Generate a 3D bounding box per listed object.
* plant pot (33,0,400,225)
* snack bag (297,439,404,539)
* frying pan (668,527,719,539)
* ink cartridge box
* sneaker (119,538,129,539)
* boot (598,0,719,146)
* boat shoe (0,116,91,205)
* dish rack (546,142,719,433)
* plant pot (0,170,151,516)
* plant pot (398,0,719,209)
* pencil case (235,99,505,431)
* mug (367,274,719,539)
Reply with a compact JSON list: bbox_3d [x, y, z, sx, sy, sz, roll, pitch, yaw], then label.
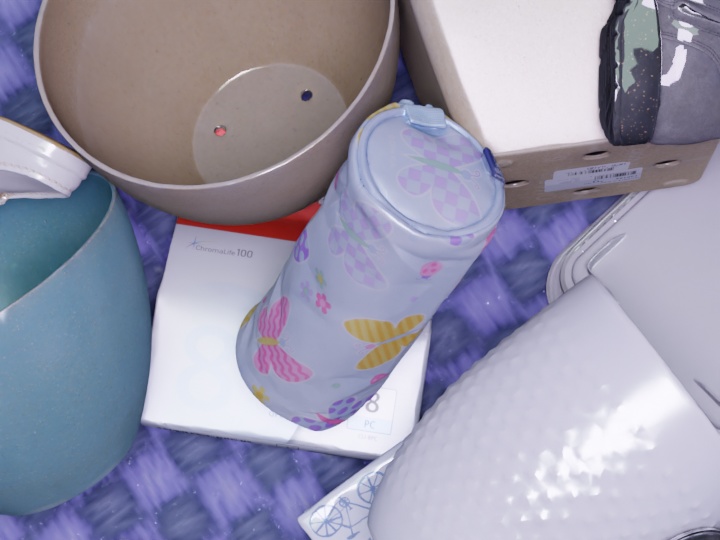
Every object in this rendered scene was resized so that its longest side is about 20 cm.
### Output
[{"bbox_3d":[-0.065,-0.105,1.233,0.199,0.135,0.202,-5,65,11],"label":"plant pot"},{"bbox_3d":[0.093,0.164,1.262,0.188,0.021,0.201,-35,99,-2],"label":"snack bag"},{"bbox_3d":[0.132,0.210,1.132,0.190,0.115,0.031,-45,49,-9],"label":"frying pan"},{"bbox_3d":[-0.034,0.002,1.288,0.159,0.047,0.202,8,86,1],"label":"ink cartridge box"},{"bbox_3d":[-0.104,0.261,1.249,0.117,0.074,0.202,11,82,8],"label":"sneaker"},{"bbox_3d":[0.187,-0.156,1.100,0.131,0.070,0.202,0,102,-3],"label":"boot"},{"bbox_3d":[-0.235,-0.051,1.251,0.199,0.071,0.070,7,72,37],"label":"boat shoe"},{"bbox_3d":[0.221,-0.006,1.265,0.200,0.044,0.172,-42,68,-4],"label":"dish rack"},{"bbox_3d":[-0.195,0.055,1.230,0.199,0.200,0.135,-27,113,-1],"label":"plant pot"},{"bbox_3d":[0.114,-0.137,1.212,0.198,0.200,0.178,-8,78,0],"label":"plant pot"},{"bbox_3d":[0.000,0.000,1.170,0.083,0.200,0.091,-5,57,-29],"label":"pencil case"},{"bbox_3d":[0.110,0.128,1.188,0.175,0.200,0.148,-38,41,3],"label":"mug"}]
